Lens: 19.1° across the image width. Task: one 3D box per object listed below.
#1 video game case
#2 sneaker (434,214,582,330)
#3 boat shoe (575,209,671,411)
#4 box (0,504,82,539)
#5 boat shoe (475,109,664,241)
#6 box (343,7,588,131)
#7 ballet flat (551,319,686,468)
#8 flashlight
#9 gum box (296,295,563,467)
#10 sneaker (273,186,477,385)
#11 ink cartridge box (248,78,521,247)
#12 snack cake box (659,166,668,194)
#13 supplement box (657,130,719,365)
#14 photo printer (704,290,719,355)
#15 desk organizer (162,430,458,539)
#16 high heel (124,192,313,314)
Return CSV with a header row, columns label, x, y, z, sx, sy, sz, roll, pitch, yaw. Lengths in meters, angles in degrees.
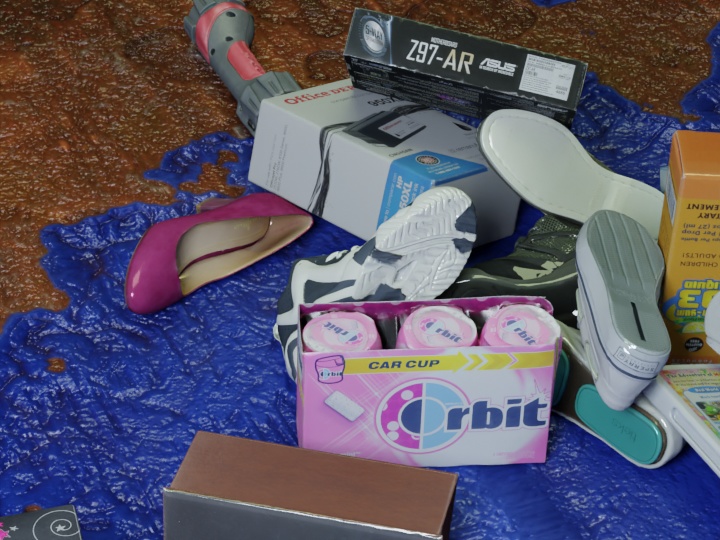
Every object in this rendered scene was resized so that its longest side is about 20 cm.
label,x,y,z,sx,sy,sz,roll,pitch,yaw
video game case,0.335,0.128,1.611,0.200,0.024,0.182,0,32,-30
sneaker,0.130,0.012,1.770,0.199,0.076,0.114,-13,21,-4
boat shoe,0.191,0.028,1.648,0.074,0.067,0.200,21,32,-9
box,-0.211,0.264,1.340,0.115,0.132,0.200,-9,37,-13
boat shoe,0.174,-0.076,1.833,0.202,0.072,0.060,28,-9,-24
box,0.090,-0.166,1.833,0.200,0.044,0.160,14,-4,5
ballet flat,0.177,0.085,1.678,0.200,0.069,0.069,36,47,29
flashlight,-0.107,-0.201,2.063,0.068,0.068,0.200,-11,36,-22
gum box,0.053,0.086,1.621,0.200,0.114,0.066,-2,35,-5
sneaker,0.000,0.000,1.719,0.079,0.199,0.130,31,6,-32
ink cartridge box,0.023,-0.091,1.874,0.200,0.084,0.145,27,28,32
snack cake box,0.340,-0.055,1.800,0.115,0.067,0.200,-5,7,-13
supplement box,0.270,-0.012,1.695,0.066,0.200,0.069,1,40,-1
photo printer,0.383,0.054,1.672,0.166,0.069,0.200,36,28,29
desk organizer,-0.034,0.177,1.527,0.200,0.072,0.077,9,33,10
high heel,-0.120,-0.016,1.794,0.096,0.067,0.200,5,30,23
